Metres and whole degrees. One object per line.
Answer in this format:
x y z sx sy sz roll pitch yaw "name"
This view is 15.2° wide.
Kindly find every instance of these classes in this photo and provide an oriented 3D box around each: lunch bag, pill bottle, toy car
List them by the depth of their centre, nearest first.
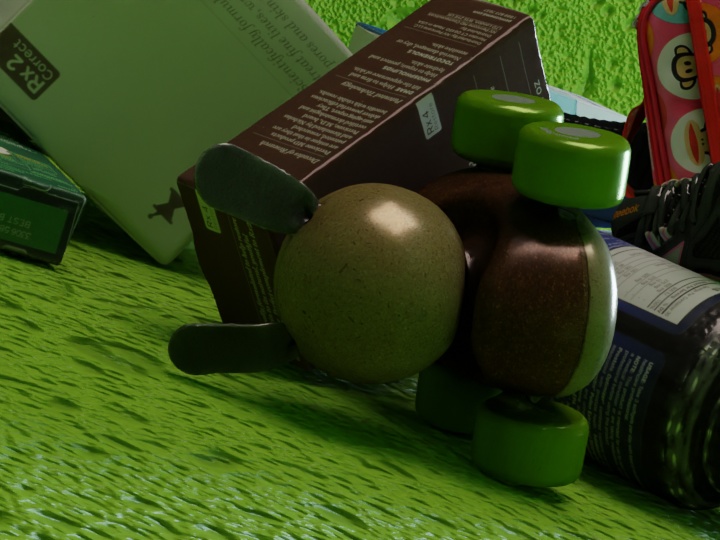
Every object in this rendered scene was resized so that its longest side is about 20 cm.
0.008 0.002 1.266 0.199 0.165 0.158 3 13 -20 "toy car"
0.153 0.054 1.368 0.199 0.112 0.112 26 10 38 "pill bottle"
0.242 -0.083 1.645 0.175 0.201 0.082 -10 -15 10 "lunch bag"

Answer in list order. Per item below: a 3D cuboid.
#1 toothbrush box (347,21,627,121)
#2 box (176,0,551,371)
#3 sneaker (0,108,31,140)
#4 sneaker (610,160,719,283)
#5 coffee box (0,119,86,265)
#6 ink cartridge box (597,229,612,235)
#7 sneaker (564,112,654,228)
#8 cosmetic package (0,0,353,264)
0.073 -0.079 1.955 0.199 0.147 0.085 15 9 -25 "toothbrush box"
0.010 -0.049 1.372 0.200 0.101 0.075 -37 38 -28 "box"
-0.173 -0.108 1.816 0.199 0.075 0.088 11 10 -46 "sneaker"
0.175 -0.016 1.426 0.086 0.081 0.200 22 -28 5 "sneaker"
-0.229 -0.060 1.458 0.122 0.044 0.200 18 8 -23 "coffee box"
0.127 0.011 1.679 0.116 0.068 0.200 6 6 12 "ink cartridge box"
0.177 -0.056 1.724 0.199 0.066 0.078 12 -13 13 "sneaker"
-0.128 -0.133 1.581 0.165 0.165 0.200 45 0 -18 "cosmetic package"
